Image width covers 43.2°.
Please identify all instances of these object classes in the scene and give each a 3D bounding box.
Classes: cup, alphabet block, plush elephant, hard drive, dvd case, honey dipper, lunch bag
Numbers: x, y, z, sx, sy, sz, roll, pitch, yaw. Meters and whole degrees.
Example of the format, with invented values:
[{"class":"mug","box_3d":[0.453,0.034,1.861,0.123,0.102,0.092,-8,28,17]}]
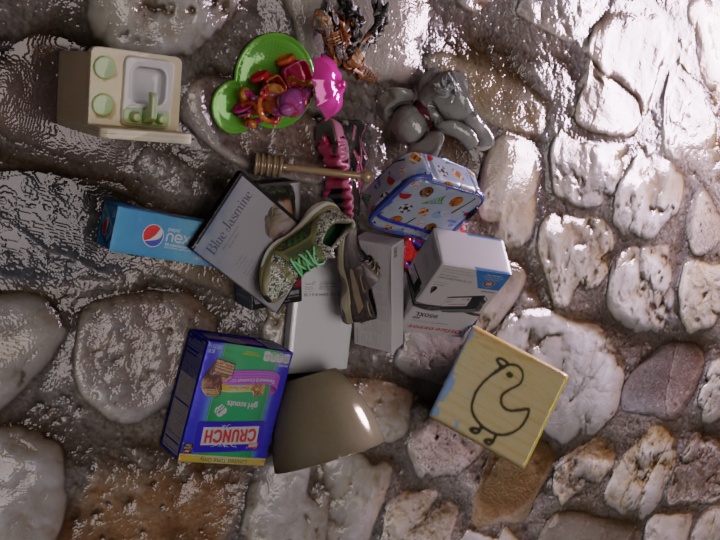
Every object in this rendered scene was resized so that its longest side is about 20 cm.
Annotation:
[{"class":"cup","box_3d":[-0.070,0.251,1.567,0.198,0.200,0.146,-12,84,-32]},{"class":"alphabet block","box_3d":[0.261,0.243,1.731,0.198,0.198,0.196,-63,168,-4]},{"class":"plush elephant","box_3d":[0.122,-0.267,1.587,0.167,0.154,0.199,65,18,13]},{"class":"hard drive","box_3d":[-0.071,0.077,1.605,0.130,0.027,0.204,-1,102,-36]},{"class":"dvd case","box_3d":[-0.162,-0.042,1.436,0.200,0.017,0.144,40,77,-37]},{"class":"honey dipper","box_3d":[-0.076,-0.161,1.481,0.196,0.038,0.039,7,99,-10]},{"class":"lunch bag","box_3d":[0.109,-0.117,1.560,0.198,0.076,0.160,15,135,-40]}]

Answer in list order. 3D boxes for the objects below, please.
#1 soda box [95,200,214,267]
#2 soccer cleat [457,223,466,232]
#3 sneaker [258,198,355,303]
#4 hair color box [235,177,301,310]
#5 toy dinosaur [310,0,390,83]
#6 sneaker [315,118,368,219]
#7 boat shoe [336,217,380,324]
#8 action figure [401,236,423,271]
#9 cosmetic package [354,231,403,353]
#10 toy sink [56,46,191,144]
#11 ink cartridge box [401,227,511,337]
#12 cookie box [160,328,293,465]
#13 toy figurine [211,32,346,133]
[{"class":"soda box","box_3d":[-0.294,-0.053,1.388,0.198,0.064,0.069,10,96,-37]},{"class":"soccer cleat","box_3d":[0.154,-0.084,1.710,0.076,0.067,0.201,-29,128,8]},{"class":"sneaker","box_3d":[-0.082,-0.029,1.433,0.201,0.088,0.077,-52,127,-16]},{"class":"hair color box","box_3d":[-0.153,-0.045,1.493,0.098,0.060,0.204,-10,107,-34]},{"class":"toy dinosaur","box_3d":[-0.020,-0.375,1.479,0.200,0.101,0.137,76,37,-73]},{"class":"sneaker","box_3d":[-0.017,-0.165,1.559,0.095,0.078,0.203,-22,116,-41]},{"class":"boat shoe","box_3d":[0.000,0.000,1.552,0.072,0.075,0.203,0,123,5]},{"class":"action figure","box_3d":[0.117,-0.016,1.701,0.198,0.051,0.066,26,82,-33]},{"class":"cosmetic package","box_3d":[0.033,0.038,1.618,0.051,0.081,0.203,-34,129,-55]},{"class":"toy sink","box_3d":[-0.321,-0.242,1.236,0.129,0.199,0.114,-1,104,-34]},{"class":"ink cartridge box","box_3d":[0.159,0.027,1.638,0.142,0.085,0.201,8,140,-21]},{"class":"cookie box","box_3d":[-0.220,0.213,1.504,0.169,0.075,0.203,12,96,-37]},{"class":"toy figurine","box_3d":[-0.109,-0.273,1.389,0.199,0.183,0.152,-35,120,-22]}]
